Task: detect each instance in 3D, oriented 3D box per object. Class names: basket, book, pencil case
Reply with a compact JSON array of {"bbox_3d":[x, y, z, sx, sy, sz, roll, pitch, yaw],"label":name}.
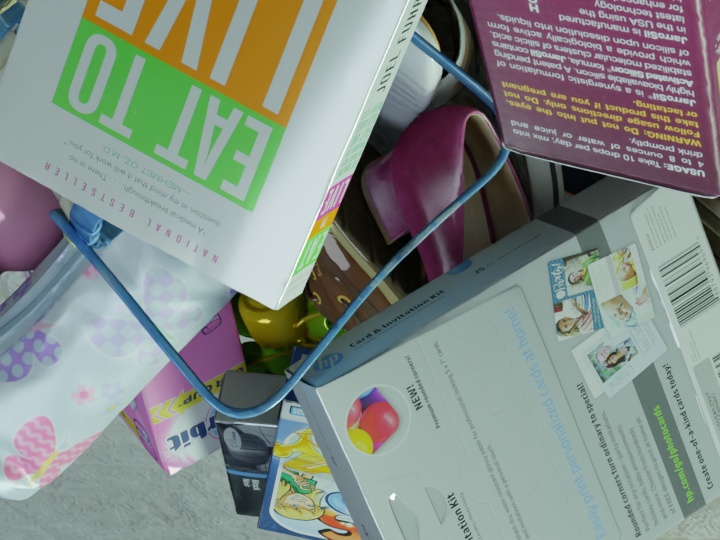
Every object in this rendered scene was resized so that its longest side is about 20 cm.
[{"bbox_3d":[-0.060,-0.062,0.874,0.200,0.176,0.139,43,176,-5],"label":"basket"},{"bbox_3d":[-0.043,-0.104,0.736,0.133,0.048,0.201,29,115,13],"label":"book"},{"bbox_3d":[-0.140,0.025,1.053,0.200,0.083,0.091,-43,123,16],"label":"pencil case"}]

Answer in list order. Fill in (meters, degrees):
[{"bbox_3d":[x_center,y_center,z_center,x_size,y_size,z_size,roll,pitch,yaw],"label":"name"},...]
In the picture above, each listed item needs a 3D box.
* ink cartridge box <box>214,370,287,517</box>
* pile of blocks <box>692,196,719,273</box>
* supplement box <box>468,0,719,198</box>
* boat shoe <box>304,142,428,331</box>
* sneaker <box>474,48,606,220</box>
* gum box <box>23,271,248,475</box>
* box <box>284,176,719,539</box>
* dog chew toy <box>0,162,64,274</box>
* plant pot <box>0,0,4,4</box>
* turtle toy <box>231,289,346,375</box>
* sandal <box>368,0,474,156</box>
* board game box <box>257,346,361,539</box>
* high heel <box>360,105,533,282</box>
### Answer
[{"bbox_3d":[0.024,0.104,1.133,0.198,0.039,0.100,3,142,9],"label":"ink cartridge box"},{"bbox_3d":[0.183,-0.033,0.983,0.062,0.082,0.201,47,160,43],"label":"pile of blocks"},{"bbox_3d":[0.107,-0.147,0.791,0.102,0.131,0.201,14,147,25],"label":"supplement box"},{"bbox_3d":[0.000,0.000,1.035,0.067,0.072,0.200,-27,115,30],"label":"boat shoe"},{"bbox_3d":[0.108,-0.036,1.020,0.079,0.079,0.201,-119,13,-52],"label":"sneaker"},{"bbox_3d":[-0.142,0.012,1.210,0.200,0.066,0.114,42,152,46],"label":"gum box"},{"bbox_3d":[0.084,0.065,0.940,0.041,0.199,0.157,21,139,63],"label":"box"},{"bbox_3d":[-0.180,-0.058,1.087,0.124,0.200,0.125,40,163,14],"label":"dog chew toy"},{"bbox_3d":[-0.173,-0.162,0.971,0.133,0.202,0.201,-3,145,4],"label":"plant pot"},{"bbox_3d":[-0.008,0.031,1.188,0.198,0.102,0.146,11,147,27],"label":"turtle toy"},{"bbox_3d":[0.018,-0.110,1.004,0.079,0.059,0.207,44,170,6],"label":"sandal"},{"bbox_3d":[0.051,0.109,1.070,0.198,0.035,0.136,12,144,-1],"label":"board game box"},{"bbox_3d":[0.077,0.016,0.964,0.201,0.067,0.096,62,152,0],"label":"high heel"}]
